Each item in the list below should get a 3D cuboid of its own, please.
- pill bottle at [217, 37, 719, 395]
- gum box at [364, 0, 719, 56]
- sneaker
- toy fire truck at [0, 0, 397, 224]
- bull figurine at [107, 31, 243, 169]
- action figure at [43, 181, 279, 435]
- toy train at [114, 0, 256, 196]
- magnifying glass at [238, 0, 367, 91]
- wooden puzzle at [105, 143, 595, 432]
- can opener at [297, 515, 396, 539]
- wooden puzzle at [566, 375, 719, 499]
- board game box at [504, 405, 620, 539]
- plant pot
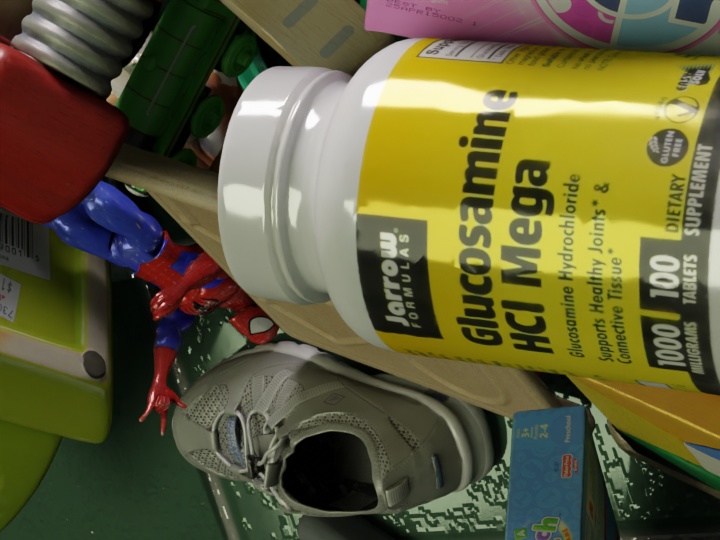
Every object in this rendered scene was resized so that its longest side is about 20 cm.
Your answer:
[{"bbox_3d":[0.056,-0.022,0.749,0.199,0.112,0.113,6,114,24],"label":"pill bottle"},{"bbox_3d":[0.097,-0.128,0.754,0.199,0.066,0.114,12,140,4],"label":"gum box"},{"bbox_3d":[-0.032,0.083,1.086,0.199,0.082,0.075,-2,108,43],"label":"sneaker"},{"bbox_3d":[-0.095,-0.097,0.880,0.177,0.128,0.200,-62,28,-1],"label":"toy fire truck"},{"bbox_3d":[-0.137,-0.109,1.098,0.199,0.065,0.122,31,151,19],"label":"bull figurine"},{"bbox_3d":[-0.123,0.002,1.070,0.199,0.099,0.065,30,137,-26],"label":"action figure"},{"bbox_3d":[-0.066,-0.124,0.989,0.042,0.056,0.201,32,99,25],"label":"toy train"},{"bbox_3d":[0.001,-0.134,1.003,0.200,0.022,0.080,-35,84,48],"label":"magnifying glass"},{"bbox_3d":[0.000,0.000,0.975,0.185,0.046,0.200,19,165,40],"label":"wooden puzzle"},{"bbox_3d":[0.038,0.186,1.087,0.200,0.066,0.053,35,131,32],"label":"can opener"},{"bbox_3d":[0.154,0.069,0.853,0.184,0.037,0.200,25,167,27],"label":"wooden puzzle"},{"bbox_3d":[0.096,0.180,0.919,0.036,0.152,0.201,-6,135,15],"label":"board game box"},{"bbox_3d":[-0.239,0.016,1.132,0.181,0.199,0.200,-32,51,39],"label":"plant pot"}]
